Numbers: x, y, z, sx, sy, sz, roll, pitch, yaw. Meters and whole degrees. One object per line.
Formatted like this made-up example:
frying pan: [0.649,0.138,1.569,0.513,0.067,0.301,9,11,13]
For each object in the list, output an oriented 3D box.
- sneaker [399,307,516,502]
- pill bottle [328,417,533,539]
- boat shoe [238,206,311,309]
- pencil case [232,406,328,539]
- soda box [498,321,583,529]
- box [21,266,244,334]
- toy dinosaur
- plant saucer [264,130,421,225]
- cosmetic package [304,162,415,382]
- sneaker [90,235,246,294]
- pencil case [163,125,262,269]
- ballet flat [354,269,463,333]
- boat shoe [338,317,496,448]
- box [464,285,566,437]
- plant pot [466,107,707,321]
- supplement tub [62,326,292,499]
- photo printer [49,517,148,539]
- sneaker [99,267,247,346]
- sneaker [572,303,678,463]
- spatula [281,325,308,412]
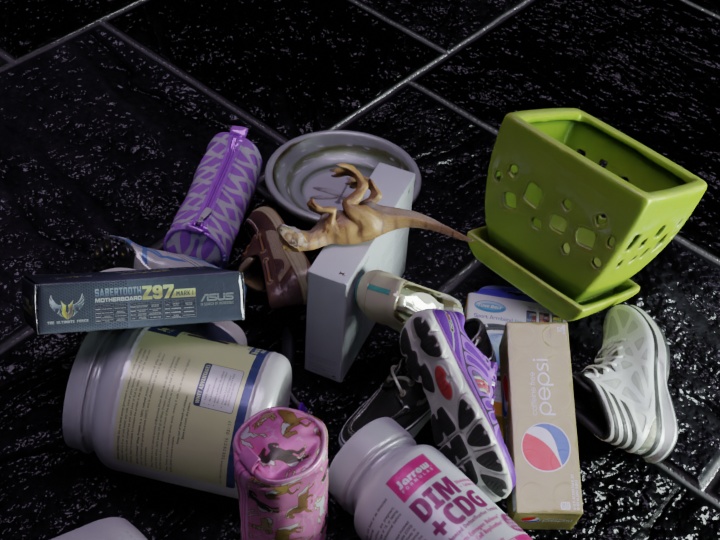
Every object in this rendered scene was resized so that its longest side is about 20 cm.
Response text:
sneaker: [0.113,0.125,1.135,0.082,0.081,0.203,-8,68,-34]
pill bottle: [0.065,0.238,1.082,0.113,0.114,0.200,-29,55,-31]
boat shoe: [-0.109,-0.011,1.323,0.071,0.073,0.200,-22,34,-11]
pencil case: [-0.072,0.208,1.032,0.081,0.202,0.087,13,46,9]
soda box: [0.181,0.156,1.170,0.066,0.064,0.203,1,64,0]
box: [-0.227,0.026,1.133,0.197,0.052,0.157,-4,4,-20]
toy dinosaur: [0.009,-0.055,1.208,0.196,0.061,0.108,-8,68,-5]
plant saucer: [-0.023,-0.103,1.453,0.196,0.051,0.202,3,41,-2]
cosmetic package: [0.000,0.000,1.286,0.051,0.152,0.201,19,45,13]
sneaker: [-0.221,0.010,1.318,0.197,0.073,0.072,20,13,21]
pencil case: [-0.177,-0.082,1.394,0.082,0.086,0.202,7,43,6]
ballet flat: [0.071,0.048,1.239,0.199,0.070,0.070,21,24,-51]
boat shoe: [0.054,0.120,1.208,0.199,0.064,0.071,-36,42,-16]
box: [0.171,0.099,1.290,0.117,0.042,0.202,9,42,2]
plant pot: [0.250,-0.062,1.331,0.199,0.183,0.198,36,27,25]
supplement tub: [-0.177,0.135,1.132,0.197,0.146,0.146,12,44,5]
photo printer: [-0.253,0.312,0.998,0.198,0.070,0.167,-19,50,-24]
sneaker: [-0.224,0.066,1.245,0.197,0.076,0.085,21,42,14]
sneaker: [0.272,0.103,1.246,0.114,0.076,0.202,21,42,-23]
spatula: [-0.070,0.129,1.227,0.020,0.057,0.201,-16,40,0]
